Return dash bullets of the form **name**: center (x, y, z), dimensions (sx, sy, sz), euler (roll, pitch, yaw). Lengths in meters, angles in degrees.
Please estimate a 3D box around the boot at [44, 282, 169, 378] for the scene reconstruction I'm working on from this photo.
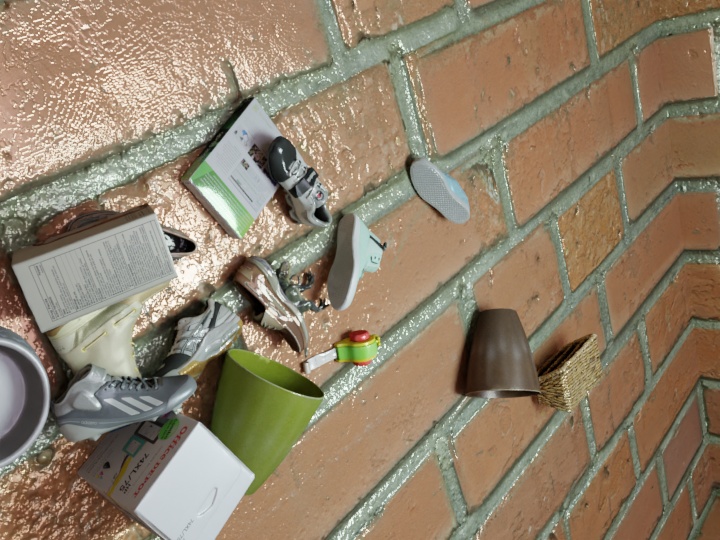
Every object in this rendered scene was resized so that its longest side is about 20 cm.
- **boot**: center (-0.355, 0.102, 1.053), dimensions (0.199, 0.072, 0.159), euler (-36, 116, -36)

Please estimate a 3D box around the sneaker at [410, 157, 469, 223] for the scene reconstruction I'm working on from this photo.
- **sneaker**: center (0.180, -0.195, 1.590), dimensions (0.200, 0.073, 0.083), euler (46, 33, -32)

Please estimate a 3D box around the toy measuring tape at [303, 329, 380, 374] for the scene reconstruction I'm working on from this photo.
- **toy measuring tape**: center (-0.024, 0.168, 1.394), dimensions (0.197, 0.072, 0.076), euler (-19, 106, -43)

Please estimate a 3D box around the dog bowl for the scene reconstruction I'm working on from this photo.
- **dog bowl**: center (-0.507, 0.174, 0.917), dimensions (0.197, 0.058, 0.206), euler (-3, 95, -44)

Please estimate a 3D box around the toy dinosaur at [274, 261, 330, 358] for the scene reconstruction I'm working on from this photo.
- **toy dinosaur**: center (-0.109, 0.058, 1.323), dimensions (0.088, 0.047, 0.204), euler (-35, 121, -34)

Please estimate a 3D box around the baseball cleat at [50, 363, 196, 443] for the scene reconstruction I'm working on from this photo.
- **baseball cleat**: center (-0.336, 0.173, 0.989), dimensions (0.196, 0.069, 0.109), euler (-21, 113, -20)

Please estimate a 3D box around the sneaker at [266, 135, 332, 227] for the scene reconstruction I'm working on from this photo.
- **sneaker**: center (-0.100, -0.156, 1.245), dimensions (0.075, 0.087, 0.202), euler (-56, 144, -25)

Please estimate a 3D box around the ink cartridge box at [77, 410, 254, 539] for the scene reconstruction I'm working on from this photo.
- **ink cartridge box**: center (-0.292, 0.308, 1.043), dimensions (0.148, 0.197, 0.147), euler (-54, 126, -28)

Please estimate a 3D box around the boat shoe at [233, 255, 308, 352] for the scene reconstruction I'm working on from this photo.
- **boat shoe**: center (-0.165, 0.072, 1.250), dimensions (0.072, 0.075, 0.203), euler (-42, 112, -29)

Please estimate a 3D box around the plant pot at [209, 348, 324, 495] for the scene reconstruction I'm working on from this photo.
- **plant pot**: center (-0.183, 0.267, 1.186), dimensions (0.185, 0.186, 0.204), euler (24, 92, -43)

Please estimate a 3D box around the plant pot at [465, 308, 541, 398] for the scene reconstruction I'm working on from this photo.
- **plant pot**: center (0.345, 0.203, 1.713), dimensions (0.184, 0.184, 0.206), euler (15, 68, -44)

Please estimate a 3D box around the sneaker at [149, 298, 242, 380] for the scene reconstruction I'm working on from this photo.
- **sneaker**: center (-0.285, 0.128, 1.129), dimensions (0.087, 0.076, 0.200), euler (40, 52, 8)

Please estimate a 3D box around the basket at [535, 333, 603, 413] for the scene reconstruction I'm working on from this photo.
- **basket**: center (0.570, 0.271, 1.947), dimensions (0.198, 0.141, 0.152), euler (-35, 119, -31)

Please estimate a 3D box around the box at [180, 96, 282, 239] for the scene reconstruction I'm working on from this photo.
- **box**: center (-0.206, -0.179, 1.213), dimensions (0.145, 0.036, 0.202), euler (52, 57, -34)

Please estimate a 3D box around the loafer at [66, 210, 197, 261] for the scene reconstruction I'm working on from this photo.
- **loafer**: center (-0.343, -0.051, 1.062), dimensions (0.197, 0.062, 0.074), euler (7, 88, -45)

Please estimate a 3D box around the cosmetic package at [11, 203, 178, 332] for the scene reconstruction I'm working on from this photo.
- **cosmetic package**: center (-0.370, -0.009, 0.974), dimensions (0.196, 0.087, 0.106), euler (-22, 113, -20)

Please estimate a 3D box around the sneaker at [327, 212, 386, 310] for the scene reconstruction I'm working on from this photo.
- **sneaker**: center (0.000, 0.000, 1.386), dimensions (0.117, 0.072, 0.205), euler (34, 55, -42)
